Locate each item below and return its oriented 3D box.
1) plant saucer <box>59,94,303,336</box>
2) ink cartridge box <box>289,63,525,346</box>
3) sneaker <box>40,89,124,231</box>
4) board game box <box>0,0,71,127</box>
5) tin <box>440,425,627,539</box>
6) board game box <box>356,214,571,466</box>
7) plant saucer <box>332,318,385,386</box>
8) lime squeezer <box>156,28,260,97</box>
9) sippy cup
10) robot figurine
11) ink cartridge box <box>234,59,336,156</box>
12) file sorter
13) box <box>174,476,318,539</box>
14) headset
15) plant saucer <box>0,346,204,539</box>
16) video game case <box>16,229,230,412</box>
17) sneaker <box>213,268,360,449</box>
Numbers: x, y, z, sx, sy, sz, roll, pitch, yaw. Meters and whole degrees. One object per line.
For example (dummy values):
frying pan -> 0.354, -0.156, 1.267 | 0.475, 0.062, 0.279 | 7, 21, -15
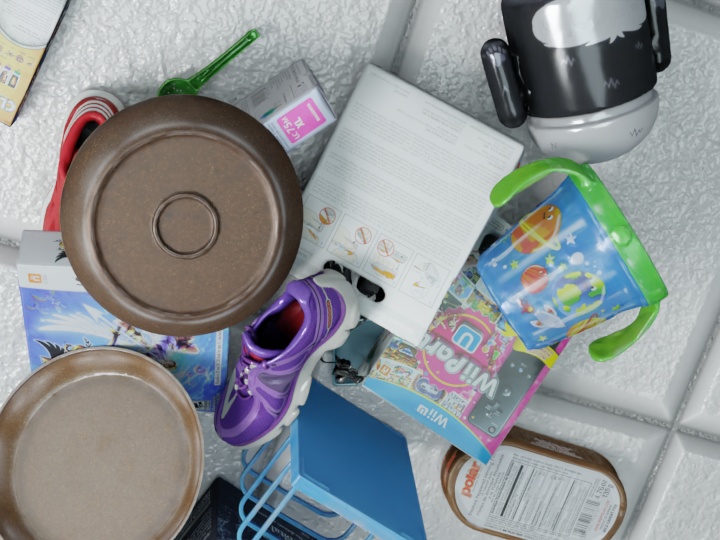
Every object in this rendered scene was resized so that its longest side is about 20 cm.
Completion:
plant saucer -> -0.142, -0.039, 0.953 | 0.198, 0.035, 0.202 | -3, 105, -10
ink cartridge box -> 0.034, -0.059, 1.059 | 0.161, 0.050, 0.201 | 28, 98, 6
sneaker -> -0.248, -0.051, 1.031 | 0.077, 0.116, 0.202 | 4, 107, -6
board game box -> -0.360, -0.229, 1.003 | 0.199, 0.035, 0.136 | 27, 103, -14
tin -> 0.179, 0.226, 1.213 | 0.198, 0.042, 0.113 | 17, 101, -11
board game box -> 0.111, 0.058, 1.117 | 0.147, 0.064, 0.201 | 33, 95, -9
plant saucer -> 0.070, 0.075, 1.160 | 0.198, 0.019, 0.071 | -1, 109, -5
lime squeezer -> -0.163, -0.133, 1.026 | 0.200, 0.070, 0.038 | -53, 133, -27
sippy cup -> 0.176, -0.002, 1.025 | 0.130, 0.140, 0.179 | -33, 82, 10
robot figurine -> 0.190, -0.193, 1.030 | 0.149, 0.125, 0.202 | -8, 111, 21
ink cartridge box -> -0.117, -0.103, 1.026 | 0.199, 0.119, 0.042 | -32, 112, 4
file sorter -> -0.036, 0.214, 1.101 | 0.138, 0.200, 0.123 | 34, 106, -15
box -> -0.091, 0.333, 1.132 | 0.196, 0.200, 0.118 | 35, 102, -16
headset -> 0.000, 0.000, 1.084 | 0.122, 0.094, 0.202 | 11, 94, -5
plant saucer -> -0.228, 0.167, 1.024 | 0.198, 0.032, 0.202 | -2, 74, 8
video game case -> -0.207, 0.052, 1.062 | 0.179, 0.046, 0.201 | 3, 137, -6
sneaker -> -0.084, 0.075, 1.037 | 0.083, 0.081, 0.201 | -2, 132, -48
